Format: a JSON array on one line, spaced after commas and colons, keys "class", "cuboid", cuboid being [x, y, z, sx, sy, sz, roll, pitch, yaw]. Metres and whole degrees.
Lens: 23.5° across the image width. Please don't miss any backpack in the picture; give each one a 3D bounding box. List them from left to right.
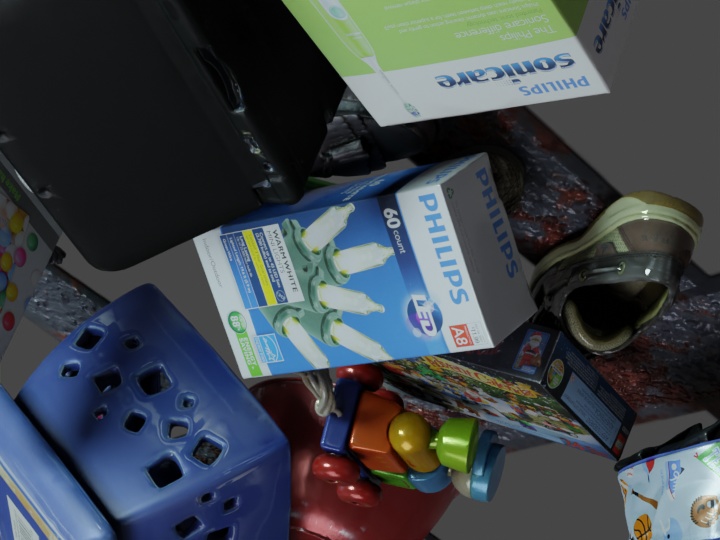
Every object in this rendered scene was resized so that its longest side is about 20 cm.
[{"class": "backpack", "cuboid": [0.265, 0.168, 1.127, 0.189, 0.155, 0.200, 13, 153, -20]}]

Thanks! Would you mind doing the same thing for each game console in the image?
[{"class": "game console", "cuboid": [-0.106, -0.122, 0.923, 0.115, 0.177, 0.201, 3, 145, 28]}]

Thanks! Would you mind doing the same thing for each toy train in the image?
[{"class": "toy train", "cuboid": [0.029, 0.110, 1.180, 0.115, 0.085, 0.200, 9, 163, 17]}]

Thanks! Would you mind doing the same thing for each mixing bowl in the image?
[{"class": "mixing bowl", "cuboid": [-0.024, 0.188, 1.419, 0.198, 0.109, 0.201, 16, 150, 10]}]

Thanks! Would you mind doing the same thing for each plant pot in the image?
[{"class": "plant pot", "cuboid": [-0.178, 0.165, 1.313, 0.200, 0.179, 0.201, 44, 148, 31]}]

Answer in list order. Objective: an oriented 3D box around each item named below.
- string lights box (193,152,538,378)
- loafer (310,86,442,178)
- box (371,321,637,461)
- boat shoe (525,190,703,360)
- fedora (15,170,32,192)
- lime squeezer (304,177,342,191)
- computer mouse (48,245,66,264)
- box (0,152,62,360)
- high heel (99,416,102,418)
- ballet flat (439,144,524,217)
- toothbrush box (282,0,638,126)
[{"class": "string lights box", "cuboid": [0.000, 0.000, 1.055, 0.199, 0.059, 0.104, -10, 105, 40]}, {"class": "loafer", "cuboid": [-0.046, -0.078, 1.062, 0.198, 0.063, 0.072, 5, 146, 27]}, {"class": "box", "cuboid": [0.071, 0.063, 1.166, 0.199, 0.038, 0.137, 15, 163, 37]}, {"class": "boat shoe", "cuboid": [0.147, 0.019, 1.086, 0.073, 0.065, 0.200, 22, 150, -3]}, {"class": "fedora", "cuboid": [-0.153, -0.105, 1.002, 0.176, 0.090, 0.201, 33, 129, 6]}, {"class": "lime squeezer", "cuboid": [-0.085, -0.063, 1.152, 0.198, 0.038, 0.070, 0, 174, 31]}, {"class": "computer mouse", "cuboid": [-0.306, -0.047, 1.232, 0.137, 0.053, 0.200, 17, -175, 20]}, {"class": "box", "cuboid": [-0.272, -0.028, 1.151, 0.041, 0.201, 0.156, 1, 143, 29]}, {"class": "high heel", "cuboid": [-0.181, 0.185, 1.589, 0.199, 0.096, 0.067, 26, 112, -44]}, {"class": "ballet flat", "cuboid": [0.020, -0.023, 1.093, 0.199, 0.047, 0.067, -21, 129, 36]}, {"class": "toothbrush box", "cuboid": [0.028, -0.172, 0.847, 0.145, 0.087, 0.200, -5, 139, 38]}]
